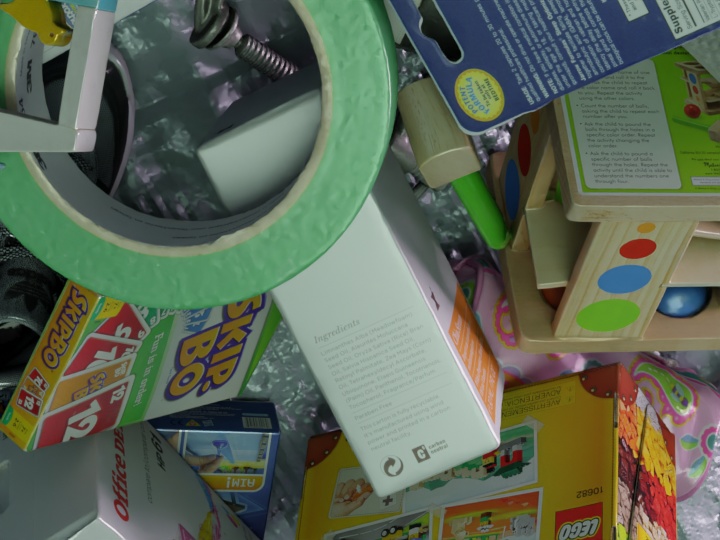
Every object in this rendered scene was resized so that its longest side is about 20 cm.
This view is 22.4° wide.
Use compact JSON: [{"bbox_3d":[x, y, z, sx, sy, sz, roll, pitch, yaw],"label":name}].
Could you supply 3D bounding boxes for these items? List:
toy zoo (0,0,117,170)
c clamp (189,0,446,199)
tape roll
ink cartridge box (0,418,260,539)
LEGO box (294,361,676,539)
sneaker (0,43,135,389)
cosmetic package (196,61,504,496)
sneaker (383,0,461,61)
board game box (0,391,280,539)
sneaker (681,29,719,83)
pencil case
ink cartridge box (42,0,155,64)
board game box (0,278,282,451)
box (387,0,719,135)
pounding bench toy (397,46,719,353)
[{"bbox_3d":[-0.166,-0.131,0.786,0.131,0.020,0.201,13,98,16],"label":"toy zoo"},{"bbox_3d":[-0.011,-0.111,0.960,0.200,0.027,0.171,38,106,-27],"label":"c clamp"},{"bbox_3d":[-0.083,-0.084,0.827,0.200,0.048,0.201,1,105,5],"label":"tape roll"},{"bbox_3d":[-0.116,0.169,0.985,0.085,0.145,0.200,-35,120,10],"label":"ink cartridge box"},{"bbox_3d":[0.065,0.149,0.980,0.200,0.149,0.077,-15,136,26],"label":"LEGO box"},{"bbox_3d":[-0.164,-0.017,0.932,0.075,0.114,0.200,16,114,-19],"label":"sneaker"},{"bbox_3d":[0.000,0.000,0.921,0.071,0.101,0.200,-25,104,13],"label":"cosmetic package"},{"bbox_3d":[0.001,-0.170,0.849,0.200,0.089,0.074,35,81,-1],"label":"sneaker"},{"bbox_3d":[-0.154,0.138,1.066,0.199,0.034,0.136,4,119,-13],"label":"board game box"},{"bbox_3d":[0.180,-0.168,0.884,0.201,0.073,0.114,47,60,-8],"label":"sneaker"},{"bbox_3d":[0.119,0.064,1.053,0.200,0.087,0.088,26,111,-23],"label":"pencil case"},{"bbox_3d":[-0.186,-0.163,0.869,0.200,0.076,0.137,-28,121,6],"label":"ink cartridge box"},{"bbox_3d":[-0.098,0.035,0.953,0.030,0.200,0.096,37,113,20],"label":"board game box"},{"bbox_3d":[0.109,-0.149,0.808,0.200,0.032,0.121,-23,116,19],"label":"box"},{"bbox_3d":[0.108,-0.040,0.942,0.199,0.125,0.156,-1,148,-10],"label":"pounding bench toy"}]
